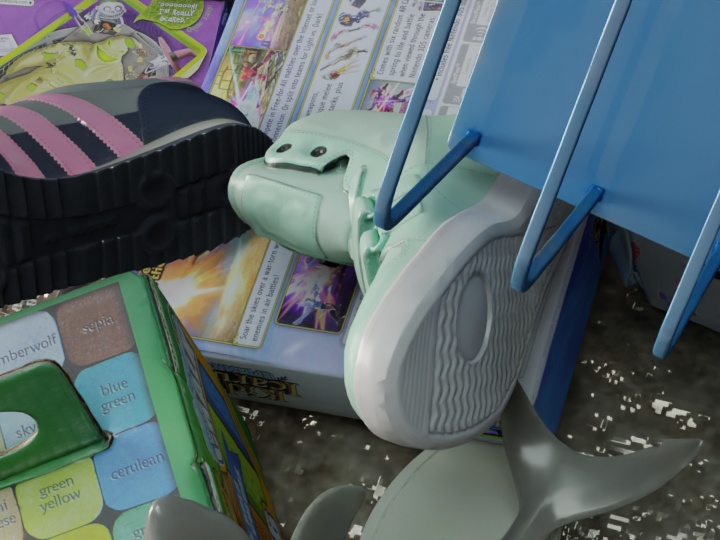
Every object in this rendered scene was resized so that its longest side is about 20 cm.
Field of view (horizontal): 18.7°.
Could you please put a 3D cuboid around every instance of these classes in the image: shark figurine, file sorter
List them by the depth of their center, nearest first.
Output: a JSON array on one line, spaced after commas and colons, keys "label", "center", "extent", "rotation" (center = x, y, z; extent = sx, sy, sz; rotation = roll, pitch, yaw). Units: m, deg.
[{"label": "file sorter", "center": [0.121, -0.044, 0.652], "extent": [0.199, 0.123, 0.139], "rotation": [25, 116, 11]}, {"label": "shark figurine", "center": [0.025, 0.120, 0.723], "extent": [0.089, 0.214, 0.129], "rotation": [18, 111, 43]}]

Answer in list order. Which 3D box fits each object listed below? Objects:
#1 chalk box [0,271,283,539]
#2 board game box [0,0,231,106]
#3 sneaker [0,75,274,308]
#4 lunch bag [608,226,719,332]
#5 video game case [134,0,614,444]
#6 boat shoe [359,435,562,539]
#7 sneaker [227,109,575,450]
[{"label": "chalk box", "center": [-0.104, 0.092, 0.782], "extent": [0.124, 0.200, 0.124], "rotation": [-20, 63, 3]}, {"label": "board game box", "center": [-0.163, -0.070, 0.970], "extent": [0.199, 0.032, 0.120], "rotation": [5, 70, 13]}, {"label": "sneaker", "center": [-0.135, -0.034, 0.839], "extent": [0.199, 0.070, 0.082], "rotation": [-9, 33, -29]}, {"label": "lunch bag", "center": [0.191, -0.047, 0.806], "extent": [0.199, 0.170, 0.128], "rotation": [-16, 64, 0]}, {"label": "video game case", "center": [0.014, -0.036, 0.893], "extent": [0.181, 0.045, 0.201], "rotation": [9, 63, 21]}, {"label": "boat shoe", "center": [0.032, 0.140, 0.807], "extent": [0.073, 0.062, 0.200], "rotation": [5, 44, 18]}, {"label": "sneaker", "center": [0.000, 0.000, 0.769], "extent": [0.118, 0.074, 0.200], "rotation": [3, 26, 17]}]
